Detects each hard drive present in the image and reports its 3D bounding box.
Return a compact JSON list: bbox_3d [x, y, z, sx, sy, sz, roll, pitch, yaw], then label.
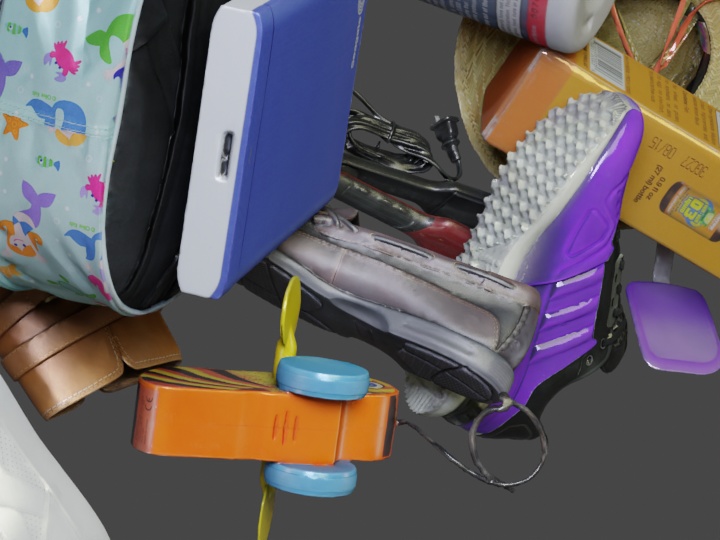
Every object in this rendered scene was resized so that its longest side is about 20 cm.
[{"bbox_3d":[-0.038,-0.075,1.415,0.025,0.133,0.200,12,17,11],"label":"hard drive"}]

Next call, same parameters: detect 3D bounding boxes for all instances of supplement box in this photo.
[{"bbox_3d":[0.166,-0.061,1.649,0.199,0.067,0.069,31,25,-9],"label":"supplement box"}]

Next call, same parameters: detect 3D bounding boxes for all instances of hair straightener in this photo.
[{"bbox_3d":[0.028,-0.052,1.648,0.199,0.041,0.077,22,59,-14],"label":"hair straightener"}]

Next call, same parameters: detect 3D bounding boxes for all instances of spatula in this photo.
[{"bbox_3d":[0.174,-0.031,1.723,0.056,0.021,0.201,8,64,-24],"label":"spatula"}]

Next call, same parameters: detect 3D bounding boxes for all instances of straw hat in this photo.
[{"bbox_3d":[0.151,-0.127,1.709,0.200,0.202,0.085,33,15,-12],"label":"straw hat"}]

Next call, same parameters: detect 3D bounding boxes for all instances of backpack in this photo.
[{"bbox_3d":[-0.123,-0.083,1.405,0.177,0.149,0.202,-30,125,-69],"label":"backpack"}]

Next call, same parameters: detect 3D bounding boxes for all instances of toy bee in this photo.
[{"bbox_3d":[-0.024,0.081,1.525,0.199,0.109,0.132,28,92,-15],"label":"toy bee"}]

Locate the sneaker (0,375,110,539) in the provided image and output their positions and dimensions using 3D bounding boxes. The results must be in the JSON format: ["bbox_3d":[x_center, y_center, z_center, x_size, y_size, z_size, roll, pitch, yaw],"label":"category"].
[{"bbox_3d":[-0.214,0.099,1.410,0.200,0.074,0.116,52,53,-8],"label":"sneaker"}]

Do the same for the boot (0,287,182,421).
[{"bbox_3d":[-0.187,0.005,1.479,0.199,0.074,0.156,-19,82,-31],"label":"boot"}]

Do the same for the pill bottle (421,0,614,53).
[{"bbox_3d":[0.044,-0.203,1.595,0.199,0.120,0.120,21,55,14],"label":"pill bottle"}]

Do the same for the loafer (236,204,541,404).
[{"bbox_3d":[0.000,0.000,1.554,0.199,0.072,0.063,27,72,13],"label":"loafer"}]

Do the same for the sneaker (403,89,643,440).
[{"bbox_3d":[0.109,0.003,1.604,0.099,0.070,0.201,26,99,-26],"label":"sneaker"}]
